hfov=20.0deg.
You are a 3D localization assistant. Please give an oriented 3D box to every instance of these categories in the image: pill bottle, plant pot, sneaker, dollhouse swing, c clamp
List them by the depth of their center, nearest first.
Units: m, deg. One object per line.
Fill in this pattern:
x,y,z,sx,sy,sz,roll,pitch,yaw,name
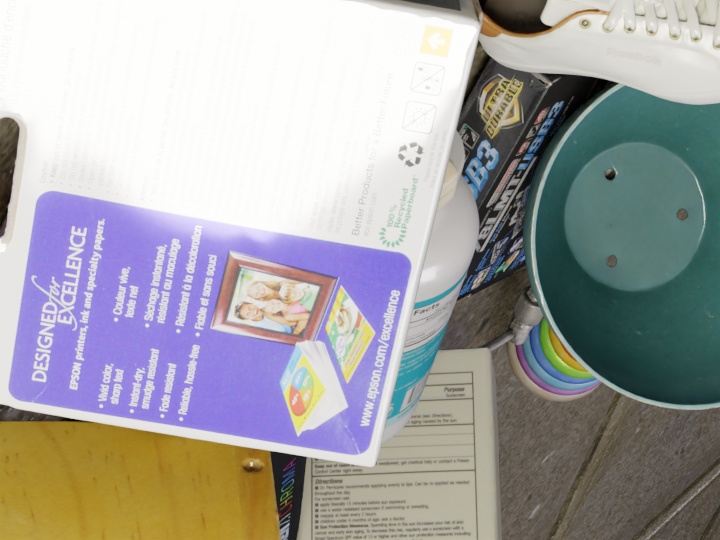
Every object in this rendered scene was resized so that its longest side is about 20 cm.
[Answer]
-0.141,0.165,0.894,0.198,0.182,0.177,1,120,-8,dollhouse swing
0.144,-0.134,1.072,0.085,0.198,0.073,33,62,-62,sneaker
0.000,0.000,1.105,0.111,0.111,0.201,-34,154,-37,pill bottle
0.185,-0.027,1.236,0.200,0.200,0.135,-49,-170,-1,plant pot
0.150,-0.024,1.372,0.170,0.027,0.201,-30,154,-46,c clamp

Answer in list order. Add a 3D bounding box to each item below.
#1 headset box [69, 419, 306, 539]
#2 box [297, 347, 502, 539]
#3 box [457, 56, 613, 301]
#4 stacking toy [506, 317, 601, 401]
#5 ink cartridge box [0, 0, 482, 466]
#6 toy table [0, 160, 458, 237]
-0.133,0.157,1.127,0.200,0.093,0.175,-38,157,-28,headset box
0.025,0.161,1.276,0.109,0.127,0.202,73,16,-68,box
0.110,-0.075,1.295,0.198,0.050,0.201,-24,149,-50,box
0.162,0.044,1.491,0.085,0.085,0.200,-46,177,-10,stacking toy
-0.069,-0.030,0.806,0.043,0.198,0.200,-102,-157,-65,ink cartridge box
-0.056,-0.027,0.932,0.200,0.117,0.184,-44,159,-13,toy table
